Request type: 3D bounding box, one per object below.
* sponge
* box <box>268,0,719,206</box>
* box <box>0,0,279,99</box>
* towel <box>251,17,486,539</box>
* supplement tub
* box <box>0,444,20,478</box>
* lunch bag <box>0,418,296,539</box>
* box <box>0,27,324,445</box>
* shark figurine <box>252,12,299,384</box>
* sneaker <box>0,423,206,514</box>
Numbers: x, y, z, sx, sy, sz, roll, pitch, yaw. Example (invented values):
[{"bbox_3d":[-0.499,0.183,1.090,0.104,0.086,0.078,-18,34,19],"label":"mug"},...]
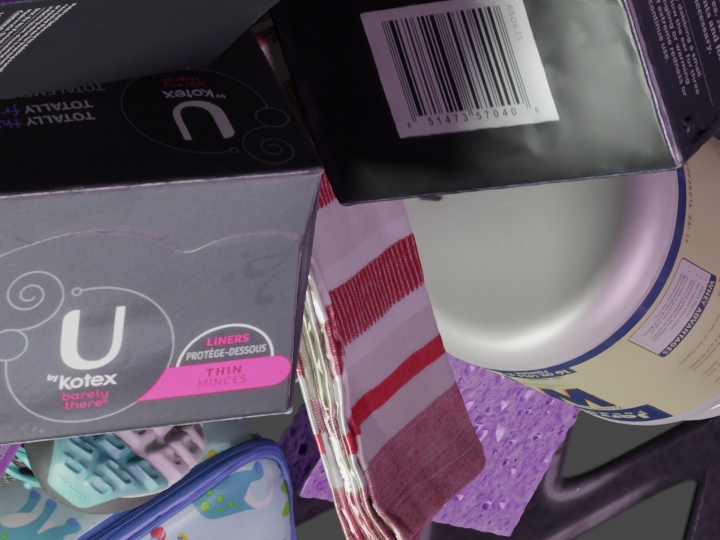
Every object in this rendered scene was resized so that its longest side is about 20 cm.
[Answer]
[{"bbox_3d":[0.044,0.070,1.458,0.200,0.030,0.112,17,107,-55],"label":"sponge"},{"bbox_3d":[0.082,-0.115,1.080,0.200,0.148,0.104,-43,120,-50],"label":"box"},{"bbox_3d":[-0.117,-0.156,0.890,0.141,0.200,0.079,-13,164,-47],"label":"box"},{"bbox_3d":[0.000,0.000,1.104,0.144,0.023,0.200,-40,115,-70],"label":"towel"},{"bbox_3d":[0.115,-0.008,1.366,0.145,0.145,0.200,-57,146,6],"label":"supplement tub"},{"bbox_3d":[-0.168,0.063,1.032,0.137,0.039,0.200,-30,-160,34],"label":"box"},{"bbox_3d":[-0.103,0.159,1.317,0.161,0.082,0.200,-30,140,-26],"label":"lunch bag"},{"bbox_3d":[-0.102,-0.045,0.993,0.122,0.200,0.106,-6,128,-19],"label":"box"},{"bbox_3d":[-0.066,-0.020,1.178,0.089,0.215,0.128,20,143,-18],"label":"shark figurine"},{"bbox_3d":[-0.115,0.057,1.137,0.078,0.200,0.091,43,101,-14],"label":"sneaker"}]
